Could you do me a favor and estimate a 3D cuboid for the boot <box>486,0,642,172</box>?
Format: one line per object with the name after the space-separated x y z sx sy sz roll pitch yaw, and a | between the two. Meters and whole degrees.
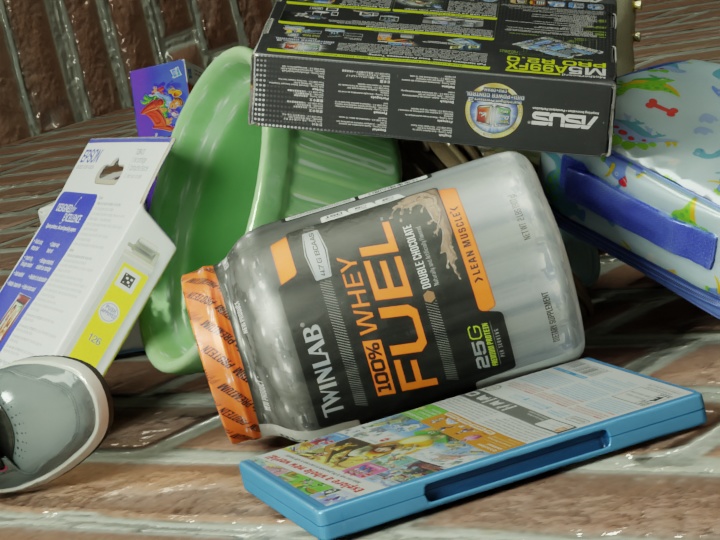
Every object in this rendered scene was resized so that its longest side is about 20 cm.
0.165 -0.099 1.515 0.200 0.155 0.072 20 -25 -32 | boot

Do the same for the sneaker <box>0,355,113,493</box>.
-0.243 0.098 1.304 0.199 0.084 0.121 -17 2 26 | sneaker

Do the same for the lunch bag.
0.207 -0.047 1.368 0.160 0.083 0.200 -21 38 -39 | lunch bag

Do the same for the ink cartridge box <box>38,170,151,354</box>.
-0.162 -0.014 1.774 0.068 0.116 0.200 -10 9 16 | ink cartridge box

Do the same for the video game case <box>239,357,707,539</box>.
0.052 0.085 1.180 0.199 0.018 0.143 -15 10 -16 | video game case

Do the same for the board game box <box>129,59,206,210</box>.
-0.106 -0.071 1.794 0.045 0.135 0.200 -11 -10 17 | board game box

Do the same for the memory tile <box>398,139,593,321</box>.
0.062 -0.055 1.450 0.017 0.153 0.200 -42 47 -7 | memory tile

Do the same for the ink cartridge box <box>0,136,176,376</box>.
-0.181 0.011 1.513 0.200 0.047 0.198 -58 20 -9 | ink cartridge box

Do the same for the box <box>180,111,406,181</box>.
-0.021 -0.049 1.607 0.142 0.200 0.036 -14 51 11 | box

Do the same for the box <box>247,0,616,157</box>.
0.045 -0.120 1.352 0.199 0.044 0.160 5 25 4 | box

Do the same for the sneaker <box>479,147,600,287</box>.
0.100 -0.065 1.569 0.082 0.201 0.074 9 -36 -43 | sneaker

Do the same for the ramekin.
-0.054 -0.026 1.441 0.097 0.201 0.200 14 -1 -22 | ramekin

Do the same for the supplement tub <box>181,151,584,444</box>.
0.012 0.019 1.288 0.199 0.123 0.123 -18 9 -1 | supplement tub
